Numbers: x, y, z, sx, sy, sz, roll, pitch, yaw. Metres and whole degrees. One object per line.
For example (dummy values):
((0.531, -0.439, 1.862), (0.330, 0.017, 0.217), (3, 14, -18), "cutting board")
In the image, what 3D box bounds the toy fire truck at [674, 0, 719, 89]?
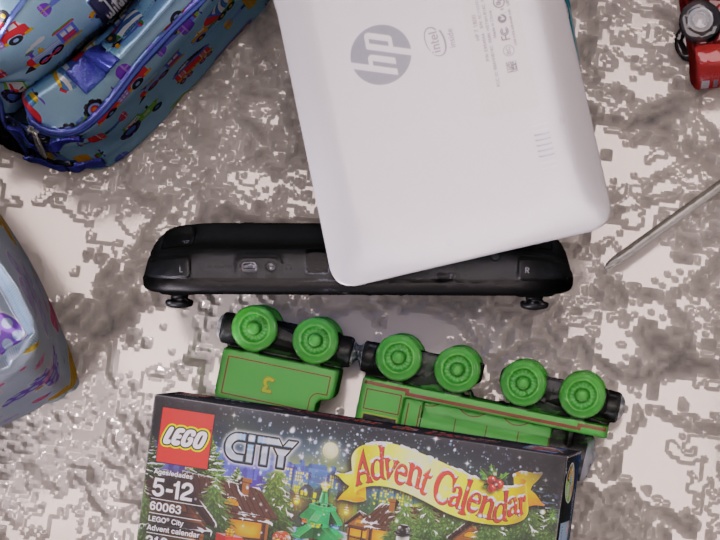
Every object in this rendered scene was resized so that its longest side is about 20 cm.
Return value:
((0.215, -0.193, 1.350), (0.141, 0.049, 0.200), (-7, 79, 3), "toy fire truck")

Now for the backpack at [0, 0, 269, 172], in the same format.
((-0.137, -0.149, 1.287), (0.135, 0.200, 0.183), (43, 84, 9), "backpack")

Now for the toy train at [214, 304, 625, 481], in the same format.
((0.026, 0.059, 1.323), (0.200, 0.042, 0.056), (12, 91, 5), "toy train")

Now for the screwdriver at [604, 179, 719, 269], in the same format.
((0.201, -0.057, 1.336), (0.200, 0.028, 0.029), (-39, 52, -7), "screwdriver")

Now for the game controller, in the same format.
((0.000, 0.000, 1.301), (0.200, 0.104, 0.042), (1, 85, 4), "game controller")

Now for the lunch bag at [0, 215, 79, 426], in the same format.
((-0.231, -0.012, 1.284), (0.127, 0.170, 0.200), (-29, 83, -4), "lunch bag")

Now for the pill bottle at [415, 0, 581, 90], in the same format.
((0.045, -0.127, 1.318), (0.111, 0.111, 0.200), (-9, 80, 2), "pill bottle")

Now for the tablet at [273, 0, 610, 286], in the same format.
((0.030, -0.101, 1.252), (0.130, 0.014, 0.200), (-13, 79, 7), "tablet")

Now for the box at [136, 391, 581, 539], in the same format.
((-0.006, 0.137, 1.282), (0.200, 0.038, 0.137), (7, 92, 15), "box")
